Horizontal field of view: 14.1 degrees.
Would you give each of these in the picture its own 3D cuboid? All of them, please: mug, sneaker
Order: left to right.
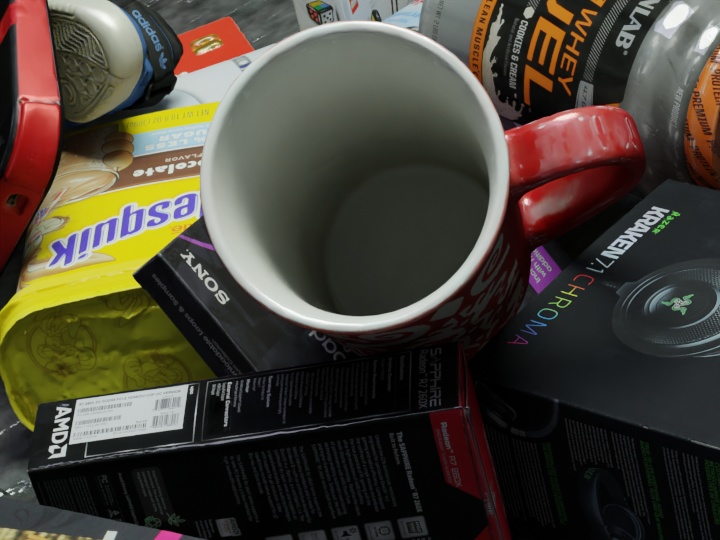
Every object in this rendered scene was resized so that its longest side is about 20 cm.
[{"bbox_3d":[-0.142,-0.125,1.625,0.111,0.077,0.200,-30,1,-29],"label":"sneaker"},{"bbox_3d":[0.033,-0.015,1.308,0.176,0.200,0.134,14,82,12],"label":"mug"}]

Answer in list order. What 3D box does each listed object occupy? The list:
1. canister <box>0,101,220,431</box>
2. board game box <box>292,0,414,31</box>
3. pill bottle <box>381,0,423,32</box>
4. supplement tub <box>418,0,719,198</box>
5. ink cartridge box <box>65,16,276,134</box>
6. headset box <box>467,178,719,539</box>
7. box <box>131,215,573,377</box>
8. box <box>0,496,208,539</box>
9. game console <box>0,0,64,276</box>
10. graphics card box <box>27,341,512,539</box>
[{"bbox_3d":[-0.111,-0.005,1.547,0.147,0.087,0.200,-12,30,6],"label":"canister"},{"bbox_3d":[0.014,-0.169,1.720,0.034,0.127,0.200,0,33,21],"label":"board game box"},{"bbox_3d":[0.055,-0.101,1.611,0.200,0.109,0.108,-35,37,-31],"label":"pill bottle"},{"bbox_3d":[0.135,-0.105,1.465,0.122,0.123,0.199,-34,39,-30],"label":"supplement tub"},{"bbox_3d":[-0.124,-0.104,1.746,0.159,0.048,0.200,-21,34,-10],"label":"ink cartridge box"},{"bbox_3d":[0.178,0.057,1.310,0.199,0.093,0.174,16,43,39],"label":"headset box"},{"bbox_3d":[0.000,0.000,1.453,0.200,0.143,0.036,-41,1,-36],"label":"box"},{"bbox_3d":[-0.116,0.180,1.214,0.199,0.123,0.106,8,38,33],"label":"box"},{"bbox_3d":[-0.208,-0.069,1.571,0.031,0.200,0.178,13,47,-23],"label":"game console"},{"bbox_3d":[-0.037,0.105,1.300,0.199,0.126,0.051,-10,38,8],"label":"graphics card box"}]
